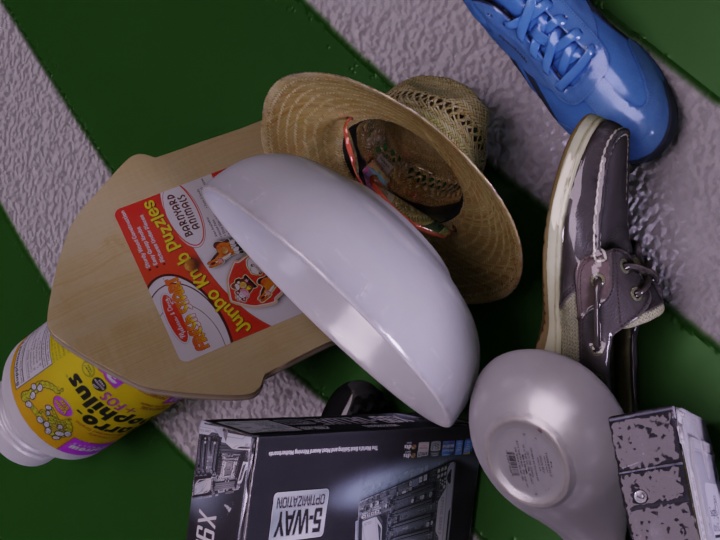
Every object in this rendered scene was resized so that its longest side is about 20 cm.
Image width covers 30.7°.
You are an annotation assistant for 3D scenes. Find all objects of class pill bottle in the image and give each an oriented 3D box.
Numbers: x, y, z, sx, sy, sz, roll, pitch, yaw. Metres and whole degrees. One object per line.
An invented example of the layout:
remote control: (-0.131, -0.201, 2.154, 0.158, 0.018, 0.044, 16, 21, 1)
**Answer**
pill bottle: (-0.196, 0.075, 0.975, 0.199, 0.104, 0.105, -33, 67, 34)

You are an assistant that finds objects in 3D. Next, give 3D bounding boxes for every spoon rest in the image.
spoon rest: (0.113, 0.137, 0.725, 0.099, 0.060, 0.202, -1, 107, 38)

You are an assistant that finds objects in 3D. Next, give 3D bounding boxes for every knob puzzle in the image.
knob puzzle: (-0.116, 0.006, 0.889, 0.221, 0.218, 0.031, 62, 163, 23)

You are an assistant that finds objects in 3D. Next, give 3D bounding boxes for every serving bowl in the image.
serving bowl: (0.000, 0.000, 0.766, 0.066, 0.200, 0.200, -46, 55, -10)

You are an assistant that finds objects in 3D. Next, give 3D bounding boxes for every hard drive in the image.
hard drive: (0.169, 0.172, 0.647, 0.037, 0.140, 0.202, -14, 75, 18)

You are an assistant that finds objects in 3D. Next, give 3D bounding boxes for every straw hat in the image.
straw hat: (0.035, -0.073, 0.801, 0.200, 0.202, 0.085, 18, 57, 38)

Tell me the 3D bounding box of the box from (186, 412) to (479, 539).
box: (-0.015, 0.165, 0.760, 0.049, 0.199, 0.160, 9, 92, 42)

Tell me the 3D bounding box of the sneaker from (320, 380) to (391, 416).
sneaker: (-0.041, 0.164, 0.865, 0.089, 0.070, 0.203, 16, 99, 35)

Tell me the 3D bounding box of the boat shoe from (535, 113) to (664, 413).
boat shoe: (0.138, 0.017, 0.731, 0.065, 0.072, 0.203, 12, 104, 28)

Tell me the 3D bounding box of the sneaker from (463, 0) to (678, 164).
sneaker: (0.104, -0.141, 0.763, 0.066, 0.078, 0.201, -45, 63, 25)
